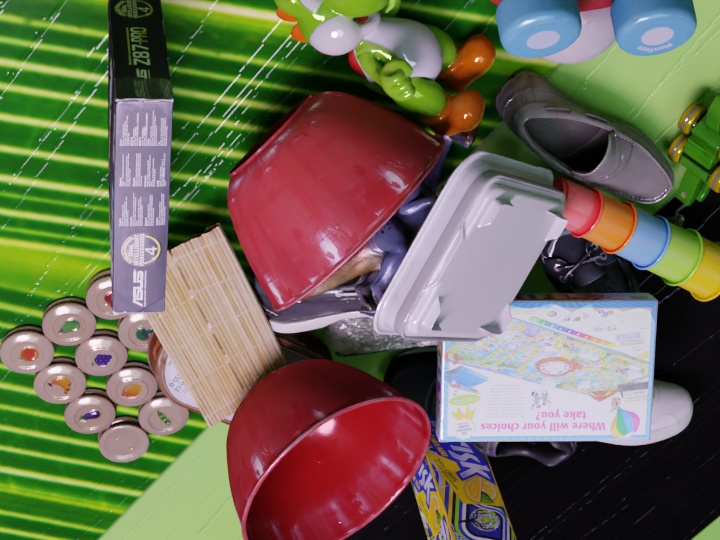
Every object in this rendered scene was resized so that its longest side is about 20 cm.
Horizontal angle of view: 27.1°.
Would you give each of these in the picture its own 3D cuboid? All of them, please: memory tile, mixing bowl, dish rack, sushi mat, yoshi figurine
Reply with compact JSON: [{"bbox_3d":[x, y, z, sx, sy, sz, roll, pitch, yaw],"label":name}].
[{"bbox_3d":[-0.230,0.095,1.410,0.153,0.017,0.200,-31,128,11],"label":"memory tile"},{"bbox_3d":[-0.048,0.156,1.363,0.200,0.108,0.201,-26,143,-22],"label":"mixing bowl"},{"bbox_3d":[-0.037,-0.075,1.232,0.200,0.200,0.108,-41,101,19],"label":"mixing bowl"},{"bbox_3d":[0.102,-0.008,1.239,0.172,0.043,0.200,-60,153,12],"label":"dish rack"},{"bbox_3d":[-0.133,0.052,1.344,0.095,0.012,0.200,-26,128,-4],"label":"sushi mat"},{"bbox_3d":[0.027,-0.196,1.196,0.199,0.112,0.112,28,101,-28],"label":"yoshi figurine"}]

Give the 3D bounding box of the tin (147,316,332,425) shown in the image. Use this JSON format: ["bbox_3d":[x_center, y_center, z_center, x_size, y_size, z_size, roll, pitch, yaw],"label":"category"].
[{"bbox_3d":[-0.108,0.096,1.415,0.199,0.042,0.112,25,114,-33],"label":"tin"}]

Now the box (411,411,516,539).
[{"bbox_3d":[0.095,0.220,1.467,0.064,0.200,0.070,-1,129,-14],"label":"box"}]

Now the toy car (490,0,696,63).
[{"bbox_3d":[0.154,-0.225,1.186,0.176,0.185,0.200,-3,156,-11],"label":"toy car"}]

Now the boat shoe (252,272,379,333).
[{"bbox_3d":[0.000,0.000,1.359,0.199,0.074,0.060,-13,135,7],"label":"boat shoe"}]

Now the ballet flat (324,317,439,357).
[{"bbox_3d":[0.065,0.043,1.412,0.199,0.072,0.072,-5,128,-11],"label":"ballet flat"}]

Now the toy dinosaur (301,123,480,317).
[{"bbox_3d":[0.038,-0.053,1.288,0.199,0.182,0.105,8,170,-3],"label":"toy dinosaur"}]

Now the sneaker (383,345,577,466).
[{"bbox_3d":[0.116,0.133,1.445,0.199,0.088,0.076,12,127,7],"label":"sneaker"}]

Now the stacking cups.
[{"bbox_3d":[0.251,-0.035,1.371,0.199,0.061,0.061,24,119,-24],"label":"stacking cups"}]

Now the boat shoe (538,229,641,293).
[{"bbox_3d":[0.213,-0.003,1.409,0.074,0.066,0.200,-28,128,10],"label":"boat shoe"}]

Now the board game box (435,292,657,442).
[{"bbox_3d":[0.171,0.089,1.380,0.199,0.034,0.135,0,101,-4],"label":"board game box"}]

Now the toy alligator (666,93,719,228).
[{"bbox_3d":[0.319,-0.101,1.370,0.054,0.059,0.200,-38,155,-26],"label":"toy alligator"}]

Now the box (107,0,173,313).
[{"bbox_3d":[-0.176,-0.092,1.184,0.049,0.162,0.201,-2,128,-12],"label":"box"}]

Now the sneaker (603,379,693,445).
[{"bbox_3d":[0.253,0.112,1.505,0.199,0.074,0.116,0,130,-12],"label":"sneaker"}]

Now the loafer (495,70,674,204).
[{"bbox_3d":[0.203,-0.105,1.322,0.199,0.070,0.070,24,121,-27],"label":"loafer"}]
